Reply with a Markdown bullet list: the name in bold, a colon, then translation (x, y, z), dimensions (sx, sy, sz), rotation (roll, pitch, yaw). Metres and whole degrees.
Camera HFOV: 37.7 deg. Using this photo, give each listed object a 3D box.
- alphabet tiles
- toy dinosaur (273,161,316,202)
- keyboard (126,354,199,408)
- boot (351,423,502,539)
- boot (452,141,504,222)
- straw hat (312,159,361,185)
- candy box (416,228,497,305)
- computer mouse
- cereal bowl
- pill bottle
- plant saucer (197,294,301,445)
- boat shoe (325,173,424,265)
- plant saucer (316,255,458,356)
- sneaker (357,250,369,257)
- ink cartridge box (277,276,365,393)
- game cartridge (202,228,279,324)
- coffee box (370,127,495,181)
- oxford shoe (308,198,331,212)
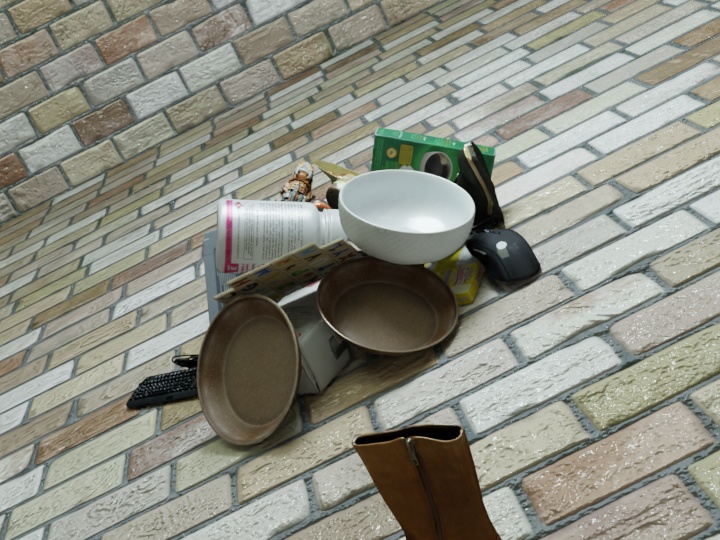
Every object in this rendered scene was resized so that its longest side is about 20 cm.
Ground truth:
- **alphabet tiles**: translation (-0.101, 0.007, 1.484), dimensions (0.198, 0.006, 0.166), rotation (-24, -15, 8)
- **toy dinosaur**: translation (-0.140, -0.104, 1.983), dimensions (0.200, 0.102, 0.136), rotation (-49, -1, -8)
- **keyboard**: translation (-0.287, 0.165, 1.685), dimensions (0.198, 0.040, 0.104), rotation (-13, 26, 30)
- **boot**: translation (0.037, 0.233, 0.923), dimensions (0.187, 0.201, 0.069), rotation (-12, 25, 32)
- **boot**: translation (0.140, -0.109, 1.627), dimensions (0.137, 0.200, 0.078), rotation (-18, 56, 9)
- **straw hat**: translation (-0.021, -0.134, 1.986), dimensions (0.201, 0.199, 0.086), rotation (-129, 59, -68)
- **candy box**: translation (0.141, -0.004, 1.588), dimensions (0.101, 0.027, 0.200), rotation (-11, 26, 26)
- **computer mouse**: translation (0.169, -0.036, 1.538), dimensions (0.139, 0.046, 0.200), rotation (-16, 28, -8)
- **cereal bowl**: translation (0.064, -0.067, 1.526), dimensions (0.198, 0.084, 0.201), rotation (4, 30, -2)
- **pill bottle**: translation (-0.123, -0.050, 1.630), dimensions (0.198, 0.115, 0.114), rotation (2, 19, -8)
- **plant saucer**: translation (-0.144, 0.135, 1.430), dimensions (0.199, 0.203, 0.036), rotation (-7, -12, 42)
- **boat shoe**: translation (0.042, -0.089, 1.696), dimensions (0.076, 0.200, 0.072), rotation (-45, -8, -38)
- **plant saucer**: translation (0.036, 0.055, 1.462), dimensions (0.198, 0.037, 0.201), rotation (5, 38, -4)
- **sneaker**: translation (0.002, 0.002, 1.690), dimensions (0.198, 0.060, 0.104), rotation (-15, 28, 36)
- **ink cartridge box**: translation (-0.071, 0.090, 1.543), dimensions (0.145, 0.085, 0.200), rotation (-7, 27, 41)
- **game cartridge**: translation (-0.193, 0.024, 1.718), dimensions (0.132, 0.202, 0.041), rotation (-11, -10, 29)
- **coffee box**: translation (0.115, -0.156, 1.727), dimensions (0.198, 0.124, 0.044), rotation (9, 25, 5)
- **oxford shoe**: translation (-0.074, -0.070, 1.764), dimensions (0.070, 0.201, 0.073), rotation (-5, 61, -5)
